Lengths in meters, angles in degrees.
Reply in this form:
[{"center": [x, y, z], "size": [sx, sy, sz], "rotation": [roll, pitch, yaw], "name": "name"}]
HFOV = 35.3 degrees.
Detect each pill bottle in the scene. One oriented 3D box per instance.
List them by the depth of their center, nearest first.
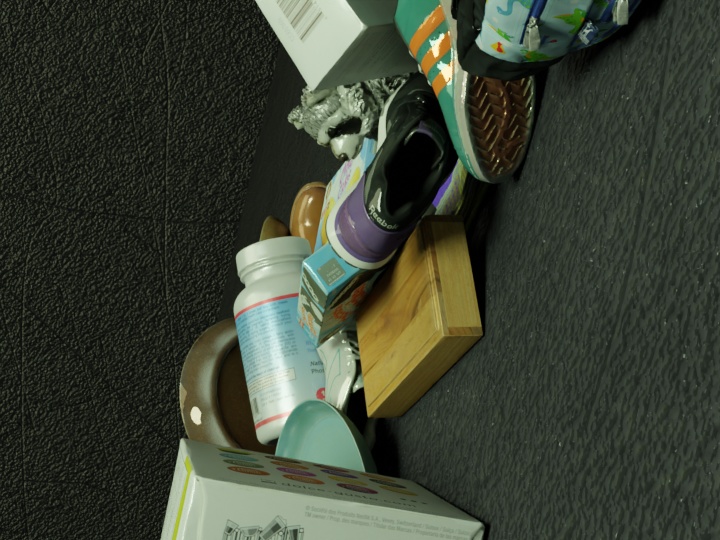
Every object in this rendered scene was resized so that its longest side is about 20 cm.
[{"center": [-0.072, 0.073, 1.182], "size": [0.109, 0.107, 0.203], "rotation": [131, 128, -66], "name": "pill bottle"}]

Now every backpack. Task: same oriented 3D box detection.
[{"center": [0.124, -0.219, 0.663], "size": [0.200, 0.152, 0.165], "rotation": [66, -142, -68], "name": "backpack"}]

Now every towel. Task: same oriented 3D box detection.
[{"center": [0.081, -0.098, 0.990], "size": [0.201, 0.022, 0.145], "rotation": [-93, 19, -53], "name": "towel"}]

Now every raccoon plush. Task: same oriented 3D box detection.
[{"center": [0.009, -0.183, 1.042], "size": [0.097, 0.132, 0.202], "rotation": [115, 164, -50], "name": "raccoon plush"}]

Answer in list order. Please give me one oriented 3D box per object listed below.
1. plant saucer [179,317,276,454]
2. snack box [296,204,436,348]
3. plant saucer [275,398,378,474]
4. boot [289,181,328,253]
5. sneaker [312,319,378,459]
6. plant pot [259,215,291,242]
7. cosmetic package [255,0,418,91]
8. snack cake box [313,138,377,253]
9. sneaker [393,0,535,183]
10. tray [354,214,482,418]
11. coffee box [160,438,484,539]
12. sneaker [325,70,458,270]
[{"center": [-0.102, 0.143, 1.222], "size": [0.032, 0.199, 0.202], "rotation": [-27, 47, 46], "name": "plant saucer"}, {"center": [0.000, 0.000, 0.992], "size": [0.116, 0.037, 0.200], "rotation": [-37, -10, -13], "name": "snack box"}, {"center": [-0.027, 0.216, 1.022], "size": [0.199, 0.027, 0.203], "rotation": [3, 94, 60], "name": "plant saucer"}, {"center": [-0.058, 0.005, 1.381], "size": [0.155, 0.076, 0.203], "rotation": [-94, 13, -72], "name": "boot"}, {"center": [-0.003, 0.097, 1.096], "size": [0.080, 0.070, 0.203], "rotation": [133, 141, -58], "name": "sneaker"}, {"center": [-0.100, 0.031, 1.447], "size": [0.200, 0.027, 0.203], "rotation": [-1, -90, -84], "name": "plant pot"}, {"center": [0.019, -0.223, 0.919], "size": [0.114, 0.199, 0.081], "rotation": [57, 134, 10], "name": "cosmetic package"}, {"center": [0.006, -0.058, 1.198], "size": [0.200, 0.066, 0.117], "rotation": [138, 142, -71], "name": "snack cake box"}, {"center": [0.071, -0.164, 0.826], "size": [0.080, 0.071, 0.203], "rotation": [12, 118, 57], "name": "sneaker"}, {"center": [0.042, 0.044, 0.938], "size": [0.200, 0.037, 0.100], "rotation": [125, 141, -60], "name": "tray"}, {"center": [-0.050, 0.245, 0.808], "size": [0.198, 0.197, 0.203], "rotation": [172, 110, -78], "name": "coffee box"}, {"center": [0.049, -0.093, 0.864], "size": [0.088, 0.075, 0.201], "rotation": [-43, 18, 55], "name": "sneaker"}]
